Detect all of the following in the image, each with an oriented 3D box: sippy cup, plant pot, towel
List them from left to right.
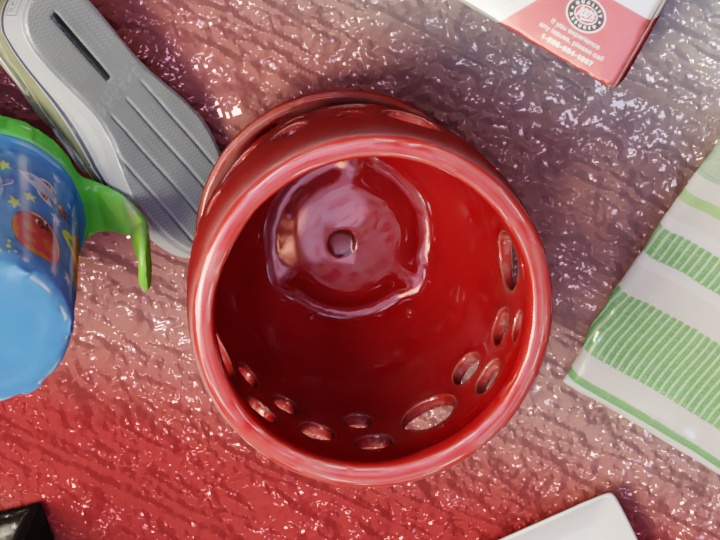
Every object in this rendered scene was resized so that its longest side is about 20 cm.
[{"bbox_3d":[-0.216,0.001,1.323,0.177,0.131,0.140,-36,124,12],"label":"sippy cup"},{"bbox_3d":[0.000,0.000,1.332,0.199,0.183,0.202,-1,106,-4],"label":"plant pot"},{"bbox_3d":[0.228,0.031,1.388,0.152,0.023,0.201,30,125,-3],"label":"towel"}]

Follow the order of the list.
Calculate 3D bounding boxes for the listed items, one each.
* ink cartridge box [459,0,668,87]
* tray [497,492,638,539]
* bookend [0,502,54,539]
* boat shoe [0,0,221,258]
[{"bbox_3d":[0.132,-0.227,1.301,0.146,0.083,0.201,30,108,4],"label":"ink cartridge box"},{"bbox_3d":[0.093,0.221,1.487,0.199,0.022,0.108,-26,103,12],"label":"tray"},{"bbox_3d":[-0.291,0.245,1.434,0.198,0.199,0.093,-14,108,10],"label":"bookend"},{"bbox_3d":[-0.147,-0.091,1.390,0.072,0.062,0.201,-47,117,-25],"label":"boat shoe"}]
